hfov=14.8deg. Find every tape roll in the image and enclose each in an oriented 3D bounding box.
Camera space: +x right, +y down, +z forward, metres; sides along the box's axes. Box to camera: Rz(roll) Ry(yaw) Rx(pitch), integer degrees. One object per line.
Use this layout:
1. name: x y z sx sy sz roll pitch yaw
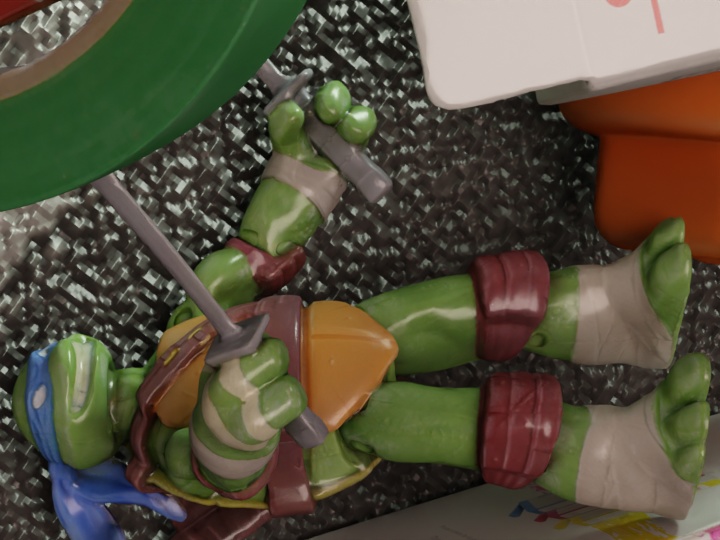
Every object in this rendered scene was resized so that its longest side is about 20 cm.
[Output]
1. tape roll: -0.102 -0.114 0.664 0.200 0.048 0.200 4 104 17

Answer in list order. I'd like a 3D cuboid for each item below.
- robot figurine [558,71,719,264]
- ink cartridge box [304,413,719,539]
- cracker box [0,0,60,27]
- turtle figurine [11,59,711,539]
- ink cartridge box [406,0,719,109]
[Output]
1. robot figurine: 0.123 -0.102 0.855 0.144 0.117 0.200 8 89 -4
2. ink cartridge box: 0.094 0.127 0.845 0.200 0.125 0.129 -15 99 -19
3. cracker box: -0.100 -0.170 0.715 0.134 0.058 0.200 -24 100 15
4. turtle figurine: 0.000 0.000 0.779 0.194 0.144 0.200 3 97 -4
5. ink cartridge box: 0.097 -0.115 0.761 0.200 0.067 0.117 -13 91 -8
